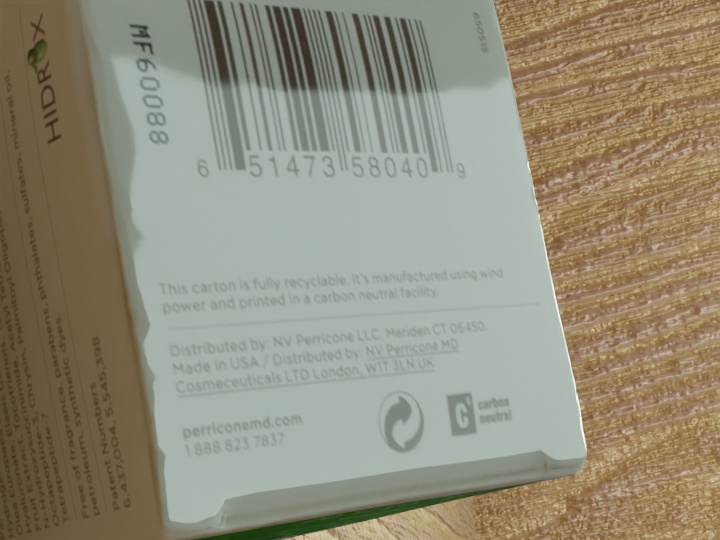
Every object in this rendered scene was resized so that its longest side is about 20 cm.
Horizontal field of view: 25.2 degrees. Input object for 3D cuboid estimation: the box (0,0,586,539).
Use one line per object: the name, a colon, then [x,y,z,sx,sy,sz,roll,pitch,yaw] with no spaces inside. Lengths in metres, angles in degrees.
box: [-0.056,0.004,0.608,0.199,0.171,0.200,-3,78,-41]
